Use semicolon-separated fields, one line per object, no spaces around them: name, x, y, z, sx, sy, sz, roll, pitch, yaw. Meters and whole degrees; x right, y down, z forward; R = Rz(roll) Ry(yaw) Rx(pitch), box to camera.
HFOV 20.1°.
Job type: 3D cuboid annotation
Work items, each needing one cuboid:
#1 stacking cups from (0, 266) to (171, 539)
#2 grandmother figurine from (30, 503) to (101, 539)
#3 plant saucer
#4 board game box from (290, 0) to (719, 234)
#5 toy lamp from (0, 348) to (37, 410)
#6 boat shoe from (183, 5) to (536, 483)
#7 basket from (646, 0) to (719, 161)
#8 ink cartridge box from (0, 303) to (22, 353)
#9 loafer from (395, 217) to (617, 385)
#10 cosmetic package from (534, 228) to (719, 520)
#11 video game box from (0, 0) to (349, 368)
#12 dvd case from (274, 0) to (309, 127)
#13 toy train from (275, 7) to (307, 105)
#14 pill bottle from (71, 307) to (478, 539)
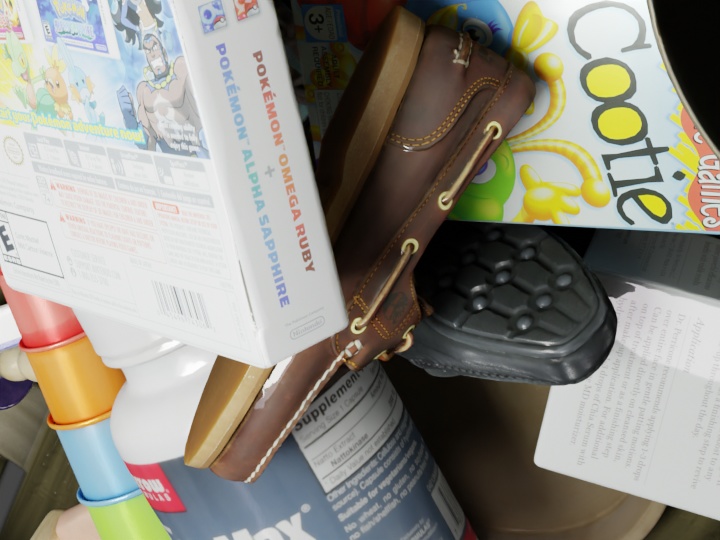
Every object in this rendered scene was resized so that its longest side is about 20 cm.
stacking cups;-0.114;0.080;0.942;0.060;0.061;0.201;-9;113;31
grandmother figurine;-0.087;0.122;1.062;0.121;0.061;0.200;14;149;-34
plant saucer;0.062;0.061;0.986;0.199;0.029;0.201;13;121;22
board game box;0.087;-0.085;0.847;0.199;0.105;0.103;3;117;25
toy lamp;-0.151;0.047;1.061;0.199;0.058;0.058;-2;115;36
boat shoe;0.000;0.000;0.793;0.070;0.070;0.200;26;101;-16
basket;0.196;-0.124;0.709;0.136;0.200;0.181;-13;109;32
ink cartridge box;-0.176;-0.067;0.951;0.197;0.047;0.201;-18;106;4
loafer;0.044;0.013;0.878;0.200;0.068;0.070;21;150;54
cosmetic package;0.185;0.054;0.872;0.199;0.071;0.102;16;116;10
video game box;-0.095;-0.069;0.760;0.200;0.047;0.183;14;124;52
dvd case;-0.113;-0.085;1.002;0.146;0.022;0.200;46;128;-2
toy train;-0.057;-0.122;0.858;0.085;0.116;0.200;-44;102;9
pill bottle;-0.040;0.075;0.897;0.119;0.120;0.200;-20;108;34
